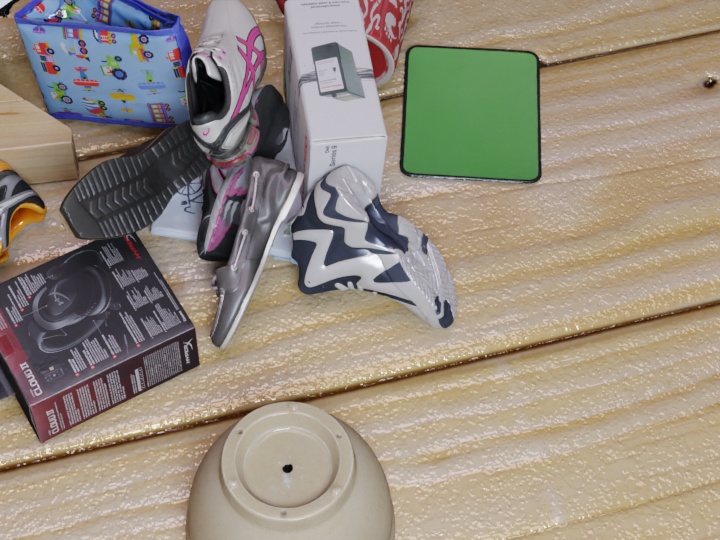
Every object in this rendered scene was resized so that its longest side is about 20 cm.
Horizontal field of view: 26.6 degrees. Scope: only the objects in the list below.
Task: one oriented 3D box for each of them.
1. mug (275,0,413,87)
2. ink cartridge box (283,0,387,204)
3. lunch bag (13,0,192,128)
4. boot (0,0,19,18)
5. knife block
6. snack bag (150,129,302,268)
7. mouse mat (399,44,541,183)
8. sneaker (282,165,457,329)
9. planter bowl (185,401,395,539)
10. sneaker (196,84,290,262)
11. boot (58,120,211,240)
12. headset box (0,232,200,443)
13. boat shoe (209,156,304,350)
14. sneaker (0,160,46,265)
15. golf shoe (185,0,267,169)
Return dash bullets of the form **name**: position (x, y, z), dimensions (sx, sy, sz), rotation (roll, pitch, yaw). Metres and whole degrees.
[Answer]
- **mug**: position (-0.012, -0.315, 1.781), dimensions (0.176, 0.133, 0.202), rotation (-16, 50, 36)
- **ink cartridge box**: position (-0.031, -0.168, 1.622), dimensions (0.083, 0.147, 0.202), rotation (-5, 56, -8)
- **lunch bag**: position (-0.256, -0.227, 1.664), dimensions (0.198, 0.151, 0.095), rotation (17, 55, 20)
- **boot**: position (-0.450, -0.290, 1.703), dimensions (0.200, 0.066, 0.165), rotation (-44, 33, 0)
- **knife block**: position (-0.430, -0.122, 1.654), dimensions (0.199, 0.064, 0.176), rotation (31, 61, 19)
- **snack bag**: position (-0.126, -0.102, 1.673), dimensions (0.186, 0.021, 0.201), rotation (11, 55, 6)
- **mouse mat**: position (0.127, -0.181, 1.743), dimensions (0.159, 0.008, 0.202), rotation (4, 54, 1)
- **sneaker**: position (0.000, 0.000, 1.575), dimensions (0.199, 0.129, 0.080), rotation (44, 38, -18)
- **planter bowl**: position (-0.064, 0.203, 1.389), dimensions (0.198, 0.135, 0.202), rotation (1, 55, -1)
- **sneaker**: position (-0.139, -0.099, 1.625), dimensions (0.086, 0.080, 0.202), rotation (0, 63, 36)
- **boot**: position (-0.257, -0.077, 1.578), dimensions (0.199, 0.138, 0.078), rotation (-33, 103, -43)
- **headset box**: position (-0.281, 0.065, 1.517), dimensions (0.199, 0.078, 0.149), rotation (-27, 59, -18)
- **boat shoe**: position (-0.120, -0.020, 1.555), dimensions (0.057, 0.067, 0.202), rotation (24, 83, -4)
- **sneaker**: position (-0.405, -0.027, 1.583), dimensions (0.077, 0.078, 0.201), rotation (32, 63, 5)
- **golf shoe**: position (-0.141, -0.210, 1.572), dimensions (0.072, 0.092, 0.202), rotation (-11, 60, 14)
